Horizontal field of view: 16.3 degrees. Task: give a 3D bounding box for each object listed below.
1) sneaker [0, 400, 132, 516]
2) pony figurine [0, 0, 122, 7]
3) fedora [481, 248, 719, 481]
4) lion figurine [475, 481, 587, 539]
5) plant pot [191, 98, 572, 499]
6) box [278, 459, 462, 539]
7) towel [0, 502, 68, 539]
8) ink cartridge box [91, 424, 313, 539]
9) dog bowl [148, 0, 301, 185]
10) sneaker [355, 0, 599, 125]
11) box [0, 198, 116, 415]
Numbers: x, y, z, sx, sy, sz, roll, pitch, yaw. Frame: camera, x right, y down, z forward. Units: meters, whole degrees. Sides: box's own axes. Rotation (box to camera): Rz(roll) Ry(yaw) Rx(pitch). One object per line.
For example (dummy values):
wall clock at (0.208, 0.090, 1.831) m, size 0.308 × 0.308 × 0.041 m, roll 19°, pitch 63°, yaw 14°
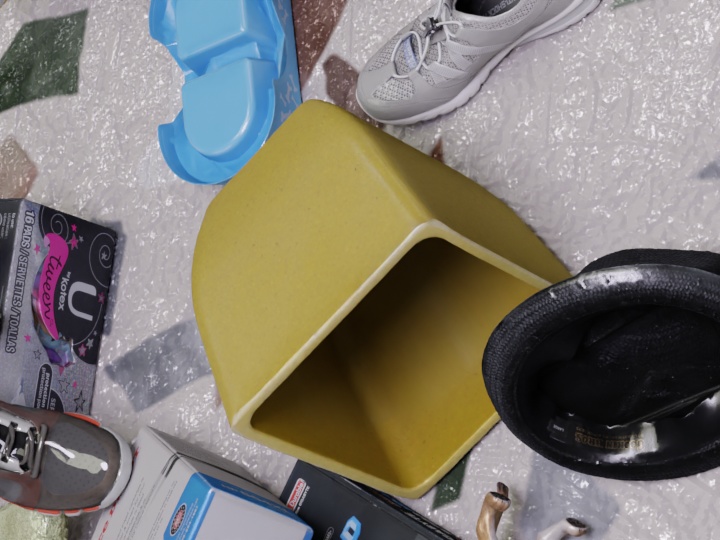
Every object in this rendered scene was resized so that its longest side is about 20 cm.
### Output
sneaker at (-0.262, 0.124, 1.787) m, size 0.200 × 0.082 × 0.077 m, roll 12°, pitch 82°, yaw 19°
pony figurine at (-0.232, -0.275, 1.953) m, size 0.200 × 0.193 × 0.167 m, roll -26°, pitch 96°, yaw 28°
fedora at (0.178, 0.043, 1.585) m, size 0.200 × 0.201 × 0.092 m, roll -24°, pitch 34°, yaw 29°
lion figurine at (0.124, 0.231, 1.616) m, size 0.200 × 0.072 × 0.123 m, roll 42°, pitch 117°, yaw 51°
plant pot at (0.000, 0.000, 1.692) m, size 0.194 × 0.195 × 0.200 m, roll -46°, pitch 48°, yaw 17°
box at (-0.017, 0.248, 1.720) m, size 0.159 × 0.046 × 0.200 m, roll 29°, pitch 96°, yaw 39°
towel at (-0.275, 0.250, 1.887) m, size 0.200 × 0.036 × 0.149 m, roll -24°, pitch 64°, yaw 50°
ink cartridge box at (-0.122, 0.204, 1.733) m, size 0.146 × 0.084 × 0.200 m, roll -67°, pitch 19°, yaw 2°
dog bowl at (-0.098, -0.153, 1.892) m, size 0.111 × 0.050 × 0.200 m, roll -19°, pitch 66°, yaw 31°
sneaker at (0.068, -0.176, 1.752) m, size 0.200 × 0.082 × 0.075 m, roll -35°, pitch 59°, yaw 24°
box at (-0.280, 0.054, 1.929) m, size 0.132 × 0.115 × 0.200 m, roll 0°, pitch 79°, yaw 35°
